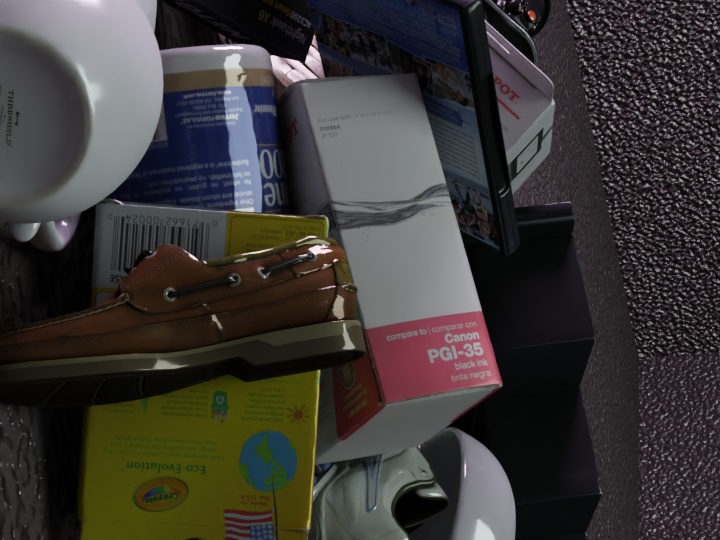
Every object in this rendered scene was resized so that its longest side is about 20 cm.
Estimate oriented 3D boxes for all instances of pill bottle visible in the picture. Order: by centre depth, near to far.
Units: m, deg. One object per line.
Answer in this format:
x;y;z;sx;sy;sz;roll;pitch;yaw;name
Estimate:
-0.094;-0.025;1.038;0.111;0.110;0.202;-12;95;-75;pill bottle

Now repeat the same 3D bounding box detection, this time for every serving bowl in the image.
0.056;0.210;1.200;0.200;0.065;0.201;-159;-90;-81;serving bowl

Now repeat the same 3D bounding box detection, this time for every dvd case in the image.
0.030;-0.108;1.094;0.018;0.142;0.201;-42;141;-26;dvd case

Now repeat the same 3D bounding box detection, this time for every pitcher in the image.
-0.153;-0.073;0.859;0.200;0.120;0.173;-88;-177;-71;pitcher

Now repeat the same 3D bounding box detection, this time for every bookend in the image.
0.114;0.089;1.271;0.199;0.091;0.201;93;-11;-64;bookend

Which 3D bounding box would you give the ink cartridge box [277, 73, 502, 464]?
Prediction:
0.000;0.000;1.073;0.147;0.082;0.201;134;-55;-63;ink cartridge box

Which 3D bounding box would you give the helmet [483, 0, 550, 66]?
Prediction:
0.067;-0.200;1.590;0.199;0.191;0.201;33;33;-25;helmet

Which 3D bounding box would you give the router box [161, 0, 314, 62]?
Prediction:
-0.082;-0.235;1.076;0.200;0.052;0.158;22;86;-54;router box

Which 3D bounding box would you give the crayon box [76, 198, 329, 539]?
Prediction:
-0.086;0.067;0.955;0.051;0.126;0.202;160;-66;-83;crayon box

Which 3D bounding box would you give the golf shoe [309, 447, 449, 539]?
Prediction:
0.016;0.139;1.162;0.200;0.097;0.079;-53;152;-59;golf shoe

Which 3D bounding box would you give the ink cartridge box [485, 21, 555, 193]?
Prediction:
0.065;-0.113;1.176;0.116;0.068;0.200;43;-3;10;ink cartridge box

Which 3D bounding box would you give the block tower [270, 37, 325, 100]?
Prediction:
-0.005;-0.150;1.235;0.200;0.054;0.058;-41;169;-45;block tower

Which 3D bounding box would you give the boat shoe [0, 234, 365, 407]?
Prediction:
-0.098;0.024;0.897;0.072;0.199;0.068;142;-60;-66;boat shoe
